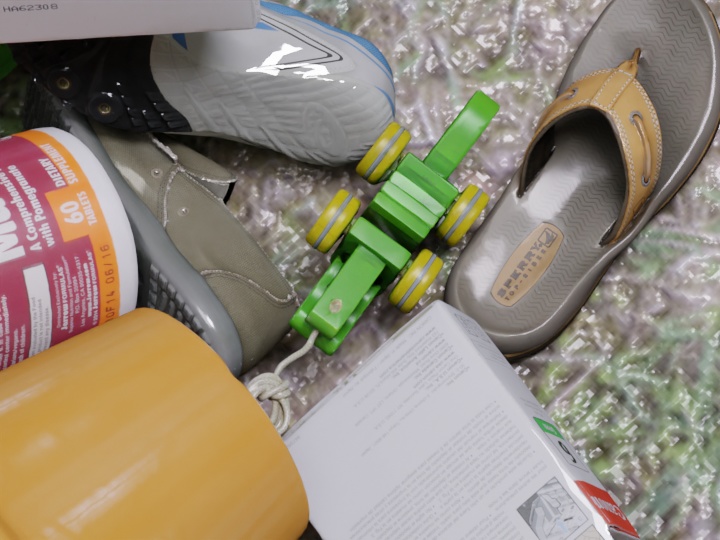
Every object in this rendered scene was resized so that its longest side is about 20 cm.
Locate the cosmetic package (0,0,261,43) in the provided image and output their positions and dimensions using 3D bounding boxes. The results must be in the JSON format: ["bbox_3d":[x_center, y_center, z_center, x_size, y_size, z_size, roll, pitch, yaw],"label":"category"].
[{"bbox_3d":[-0.148,-0.215,1.184,0.198,0.123,0.201,-4,62,-1],"label":"cosmetic package"}]

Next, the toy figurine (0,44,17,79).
[{"bbox_3d":[-0.192,-0.204,1.327,0.200,0.150,0.185,-34,75,25],"label":"toy figurine"}]

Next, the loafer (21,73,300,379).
[{"bbox_3d":[-0.096,-0.026,1.296,0.069,0.075,0.200,-19,61,-31],"label":"loafer"}]

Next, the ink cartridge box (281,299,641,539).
[{"bbox_3d":[0.058,0.124,1.197,0.109,0.050,0.200,-42,67,10],"label":"ink cartridge box"}]

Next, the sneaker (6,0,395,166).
[{"bbox_3d":[-0.078,-0.102,1.279,0.199,0.072,0.073,16,31,-19],"label":"sneaker"}]

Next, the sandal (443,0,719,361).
[{"bbox_3d":[0.102,-0.051,1.263,0.082,0.055,0.200,33,80,22],"label":"sandal"}]

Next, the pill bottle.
[{"bbox_3d":[-0.209,0.011,1.231,0.199,0.110,0.110,-19,62,-31],"label":"pill bottle"}]

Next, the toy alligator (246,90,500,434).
[{"bbox_3d":[0.000,0.000,1.260,0.059,0.054,0.200,36,72,-1],"label":"toy alligator"}]

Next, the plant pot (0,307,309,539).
[{"bbox_3d":[-0.129,0.119,1.184,0.183,0.201,0.200,-37,66,-21],"label":"plant pot"}]
